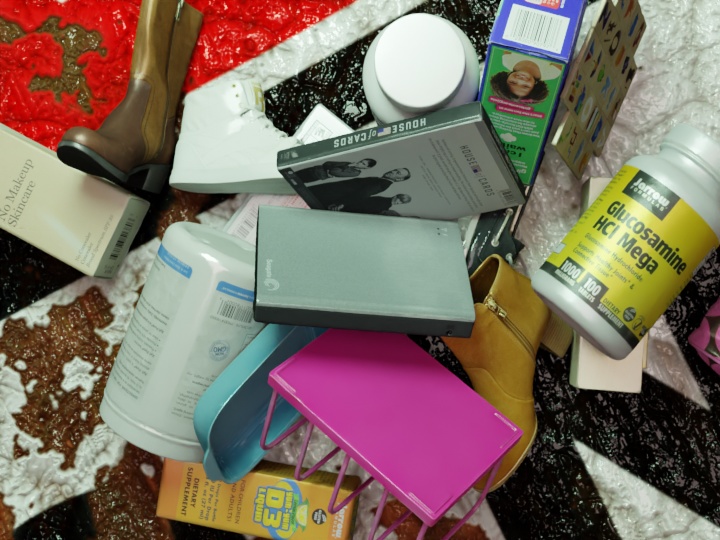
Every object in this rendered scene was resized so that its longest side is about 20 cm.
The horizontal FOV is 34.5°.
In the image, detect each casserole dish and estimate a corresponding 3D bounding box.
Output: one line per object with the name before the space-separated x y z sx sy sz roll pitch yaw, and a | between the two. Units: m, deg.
casserole dish | -0.092 0.113 1.114 0.038 0.122 0.200 27 60 28

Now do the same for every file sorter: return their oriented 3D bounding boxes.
file sorter | 0.021 0.163 1.088 0.199 0.127 0.138 38 47 21

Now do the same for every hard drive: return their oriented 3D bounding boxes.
hard drive | 0.000 0.000 1.072 0.196 0.141 0.033 4 130 -8

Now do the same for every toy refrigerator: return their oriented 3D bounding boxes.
toy refrigerator | 0.249 0.015 1.143 0.069 0.076 0.204 4 87 5

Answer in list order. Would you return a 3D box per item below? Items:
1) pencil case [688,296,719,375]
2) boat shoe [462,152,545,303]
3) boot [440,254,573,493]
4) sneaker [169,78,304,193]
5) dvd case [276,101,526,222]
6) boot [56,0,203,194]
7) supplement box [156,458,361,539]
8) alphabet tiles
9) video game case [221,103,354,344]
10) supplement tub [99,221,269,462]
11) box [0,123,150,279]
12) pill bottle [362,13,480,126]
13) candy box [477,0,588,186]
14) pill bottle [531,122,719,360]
pencil case | 0.412 0.025 1.124 0.201 0.090 0.094 -52 50 3
boat shoe | 0.135 -0.034 1.155 0.059 0.076 0.204 13 89 11
boot | 0.118 0.098 1.120 0.143 0.070 0.204 34 79 -34
sneaker | -0.098 -0.139 1.163 0.196 0.074 0.118 3 81 20
dvd case | 0.041 -0.087 1.085 0.197 0.150 0.025 -12 60 19
boot | -0.216 -0.186 1.136 0.067 0.188 0.204 15 90 22
supplement box | -0.100 0.228 1.169 0.196 0.069 0.068 9 90 3
alphabet tiles | 0.227 -0.178 1.094 0.006 0.200 0.169 23 89 22
video game case | -0.034 -0.036 1.196 0.181 0.024 0.201 38 90 5
supplement tub | -0.163 0.068 1.136 0.130 0.132 0.203 25 99 5
box | -0.329 -0.077 1.195 0.197 0.078 0.096 26 91 5
pill bottle | 0.059 -0.177 1.104 0.109 0.200 0.114 0 88 5
candy box | 0.160 -0.205 1.075 0.076 0.201 0.171 15 63 8
pill bottle | 0.255 -0.029 1.050 0.112 0.112 0.201 39 91 5
